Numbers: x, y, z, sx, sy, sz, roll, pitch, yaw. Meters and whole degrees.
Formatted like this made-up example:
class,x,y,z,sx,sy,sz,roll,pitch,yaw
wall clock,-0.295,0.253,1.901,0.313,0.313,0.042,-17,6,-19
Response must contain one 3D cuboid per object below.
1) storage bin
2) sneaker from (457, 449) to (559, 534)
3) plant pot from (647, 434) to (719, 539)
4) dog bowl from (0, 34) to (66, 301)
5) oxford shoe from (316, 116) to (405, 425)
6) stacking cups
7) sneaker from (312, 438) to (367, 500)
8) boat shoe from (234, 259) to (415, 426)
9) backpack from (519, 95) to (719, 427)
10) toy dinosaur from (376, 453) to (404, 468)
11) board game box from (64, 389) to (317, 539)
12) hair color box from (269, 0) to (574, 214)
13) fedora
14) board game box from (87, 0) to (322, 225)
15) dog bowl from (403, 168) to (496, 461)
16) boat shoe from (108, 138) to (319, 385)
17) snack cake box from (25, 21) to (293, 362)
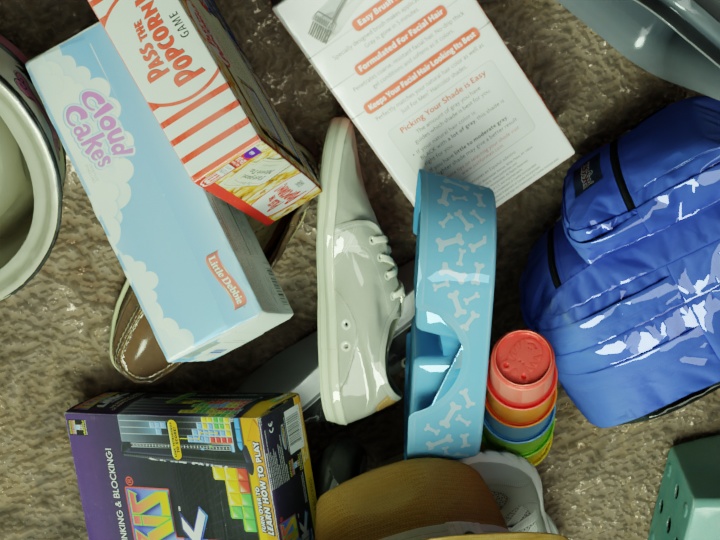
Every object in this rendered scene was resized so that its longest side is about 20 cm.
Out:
class,x,y,z,sx,sy,sz,roll,pitch,yaw
storage bin,0.207,-0.200,1.079,0.145,0.200,0.135,35,92,-20
sneaker,0.099,0.191,1.233,0.074,0.082,0.200,-13,143,22
plant pot,0.322,0.200,1.291,0.199,0.141,0.142,7,111,-4
dog bowl,-0.272,-0.074,1.084,0.199,0.074,0.201,4,122,7
oxford shoe,0.000,0.000,1.148,0.057,0.075,0.201,-3,91,7
stacking cups,0.108,0.082,1.178,0.060,0.200,0.061,0,69,1
sneaker,-0.073,0.189,1.236,0.115,0.075,0.201,22,118,7
boat shoe,-0.011,0.073,1.222,0.200,0.070,0.066,-39,112,0
backpack,0.200,-0.006,1.173,0.200,0.163,0.168,-32,105,19
toy dinosaur,0.008,0.184,1.272,0.101,0.058,0.200,-38,113,9
board game box,-0.106,0.183,1.189,0.165,0.057,0.201,-3,103,30
hair color box,0.039,-0.131,1.143,0.111,0.064,0.200,-34,115,6
fedora,0.032,0.173,1.115,0.200,0.082,0.201,-13,155,-6
board game box,-0.092,-0.112,1.027,0.046,0.200,0.152,-31,81,4
dog bowl,0.056,0.034,1.120,0.049,0.112,0.201,3,115,-1
boat shoe,-0.102,0.000,1.167,0.075,0.075,0.203,31,105,-20
snack cake box,-0.121,-0.046,1.077,0.067,0.115,0.201,-27,84,6
